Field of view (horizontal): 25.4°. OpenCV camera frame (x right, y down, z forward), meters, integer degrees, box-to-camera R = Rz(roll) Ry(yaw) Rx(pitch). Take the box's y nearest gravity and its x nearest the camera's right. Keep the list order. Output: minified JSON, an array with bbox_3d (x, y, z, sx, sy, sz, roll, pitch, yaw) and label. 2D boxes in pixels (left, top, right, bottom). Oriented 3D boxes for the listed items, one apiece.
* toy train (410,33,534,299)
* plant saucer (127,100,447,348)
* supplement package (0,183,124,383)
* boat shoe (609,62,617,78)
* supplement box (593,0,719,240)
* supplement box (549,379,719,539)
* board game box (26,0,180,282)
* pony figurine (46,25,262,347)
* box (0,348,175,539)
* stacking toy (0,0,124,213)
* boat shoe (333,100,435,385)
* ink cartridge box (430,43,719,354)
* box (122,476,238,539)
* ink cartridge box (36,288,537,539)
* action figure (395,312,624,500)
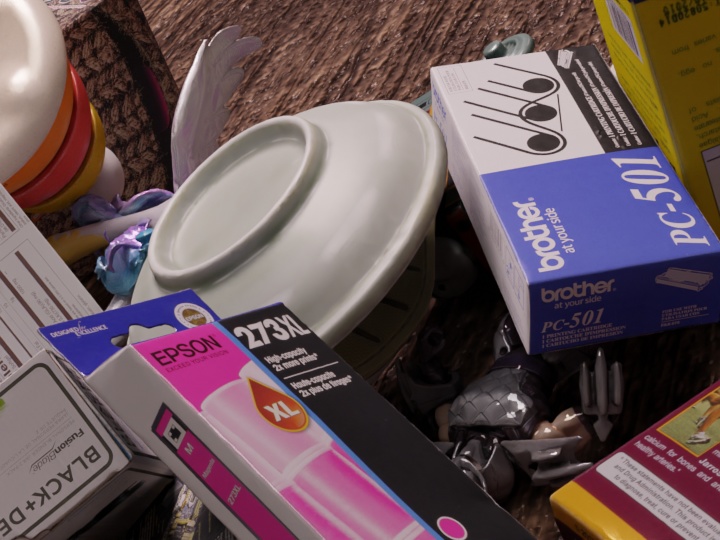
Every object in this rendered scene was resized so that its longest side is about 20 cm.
[{"bbox_3d":[0.074,-0.060,0.956,0.114,0.085,0.201,-31,27,25],"label":"toy train"},{"bbox_3d":[-0.050,-0.021,0.786,0.199,0.050,0.201,-32,30,21],"label":"plant saucer"},{"bbox_3d":[-0.254,0.033,0.897,0.111,0.156,0.200,-44,11,-33],"label":"supplement package"},{"bbox_3d":[0.240,-0.136,0.963,0.199,0.071,0.069,-29,27,-11],"label":"boat shoe"},{"bbox_3d":[0.192,-0.095,0.794,0.108,0.201,0.110,-21,29,3],"label":"supplement box"},{"bbox_3d":[0.189,0.086,0.612,0.199,0.086,0.110,-31,29,-13],"label":"supplement box"},{"bbox_3d":[-0.228,-0.089,1.143,0.096,0.160,0.200,5,40,42],"label":"board game box"},{"bbox_3d":[-0.100,-0.022,0.971,0.199,0.167,0.194,-15,44,35],"label":"pony figurine"},{"bbox_3d":[-0.143,0.104,0.724,0.116,0.060,0.200,-39,-10,-2],"label":"box"},{"bbox_3d":[-0.214,-0.082,1.022,0.145,0.200,0.147,-6,70,17],"label":"stacking toy"},{"bbox_3d":[0.000,0.000,0.846,0.074,0.069,0.201,25,48,-2],"label":"boat shoe"},{"bbox_3d":[0.101,-0.042,0.792,0.093,0.045,0.201,-9,37,-6],"label":"ink cartridge box"},{"bbox_3d":[-0.071,0.164,0.644,0.162,0.049,0.200,-52,22,18],"label":"box"},{"bbox_3d":[-0.030,0.066,0.632,0.200,0.037,0.094,39,30,25],"label":"ink cartridge box"},{"bbox_3d":[0.085,0.042,0.788,0.129,0.070,0.200,5,42,33],"label":"action figure"}]
